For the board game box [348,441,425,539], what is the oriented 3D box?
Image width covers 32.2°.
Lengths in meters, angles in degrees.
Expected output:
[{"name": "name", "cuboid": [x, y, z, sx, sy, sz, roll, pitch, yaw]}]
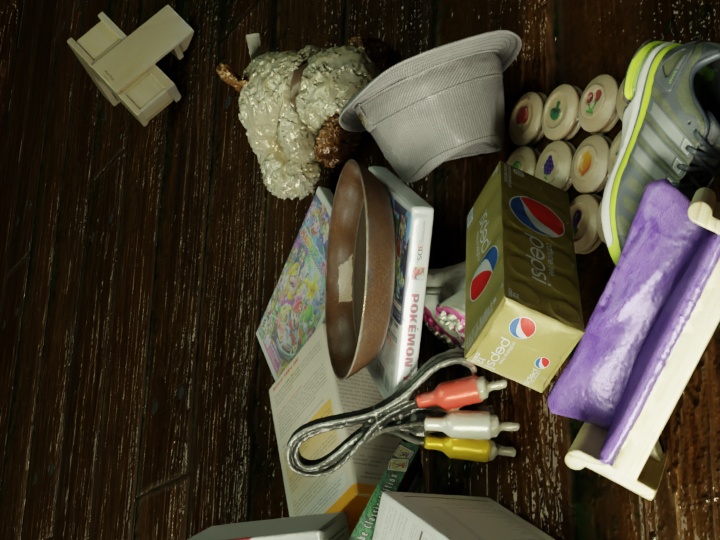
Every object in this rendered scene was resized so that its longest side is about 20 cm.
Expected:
[{"name": "board game box", "cuboid": [0.007, 0.253, 1.058, 0.105, 0.023, 0.200, 85, -152, -44]}]

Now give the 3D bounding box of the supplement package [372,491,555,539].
[{"name": "supplement package", "cuboid": [0.097, 0.255, 0.952, 0.200, 0.113, 0.110, 22, 102, 62]}]

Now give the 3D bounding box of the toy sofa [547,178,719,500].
[{"name": "toy sofa", "cuboid": [0.198, 0.043, 0.845, 0.201, 0.097, 0.083, -67, -12, 17]}]

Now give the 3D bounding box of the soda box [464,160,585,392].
[{"name": "soda box", "cuboid": [0.123, 0.000, 0.963, 0.200, 0.067, 0.064, -82, 18, -55]}]

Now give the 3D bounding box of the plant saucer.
[{"name": "plant saucer", "cuboid": [0.000, 0.000, 1.141, 0.200, 0.034, 0.202, -178, 90, -80]}]

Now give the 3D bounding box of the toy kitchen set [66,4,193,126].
[{"name": "toy kitchen set", "cuboid": [-0.347, -0.334, 2.101, 0.163, 0.181, 0.200, -41, 68, -8]}]

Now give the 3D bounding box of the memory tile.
[{"name": "memory tile", "cuboid": [0.179, -0.088, 1.053, 0.200, 0.017, 0.154, -3, 76, 61]}]

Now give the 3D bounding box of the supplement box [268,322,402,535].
[{"name": "supplement box", "cuboid": [-0.022, 0.172, 1.252, 0.126, 0.073, 0.201, -51, 39, 39]}]

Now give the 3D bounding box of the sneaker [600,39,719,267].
[{"name": "sneaker", "cuboid": [0.229, -0.077, 0.900, 0.081, 0.074, 0.201, -6, 76, 57]}]

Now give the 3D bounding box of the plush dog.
[{"name": "plush dog", "cuboid": [-0.052, -0.196, 1.387, 0.171, 0.160, 0.201, -3, 60, 38]}]

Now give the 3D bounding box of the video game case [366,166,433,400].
[{"name": "video game case", "cuboid": [0.027, 0.011, 1.147, 0.200, 0.023, 0.183, -125, 39, -72]}]

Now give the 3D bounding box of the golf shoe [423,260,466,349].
[{"name": "golf shoe", "cuboid": [0.099, 0.022, 1.117, 0.092, 0.075, 0.200, -45, 19, -7]}]

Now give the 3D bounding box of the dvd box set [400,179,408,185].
[{"name": "dvd box set", "cuboid": [-0.008, 0.009, 1.341, 0.200, 0.029, 0.147, -41, 44, 50]}]

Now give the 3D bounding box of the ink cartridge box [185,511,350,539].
[{"name": "ink cartridge box", "cuboid": [-0.074, 0.332, 1.137, 0.147, 0.086, 0.201, -9, 91, 16]}]

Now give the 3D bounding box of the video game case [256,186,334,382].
[{"name": "video game case", "cuboid": [-0.058, 0.026, 1.379, 0.201, 0.018, 0.143, -65, 28, 22]}]

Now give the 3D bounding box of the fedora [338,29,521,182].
[{"name": "fedora", "cuboid": [0.074, -0.138, 1.143, 0.091, 0.176, 0.200, 69, 160, 2]}]

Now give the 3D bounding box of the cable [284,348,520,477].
[{"name": "cable", "cuboid": [0.031, 0.125, 1.046, 0.050, 0.199, 0.098, -100, 1, -72]}]
